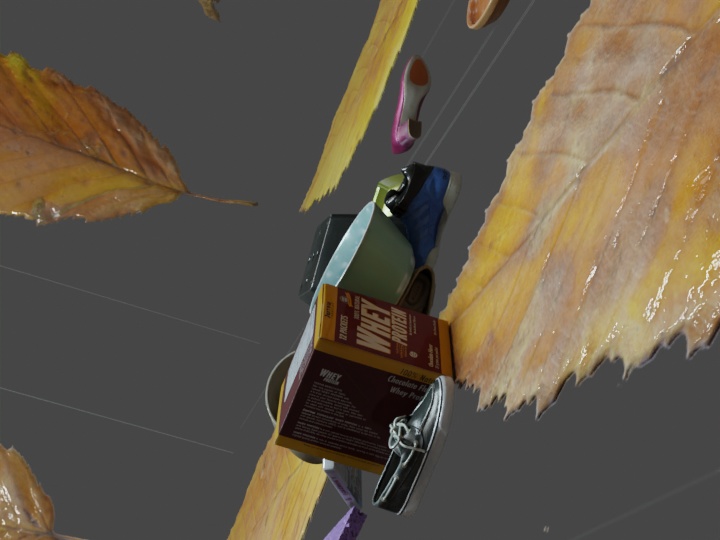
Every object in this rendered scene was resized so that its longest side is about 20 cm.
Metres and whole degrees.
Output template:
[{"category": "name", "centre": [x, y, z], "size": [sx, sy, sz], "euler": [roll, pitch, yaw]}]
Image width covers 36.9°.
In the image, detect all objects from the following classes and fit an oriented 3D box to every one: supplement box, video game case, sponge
[{"category": "supplement box", "centre": [0.003, 0.159, 1.532], "size": [0.133, 0.195, 0.201], "euler": [-88, 18, -58]}, {"category": "video game case", "centre": [-0.028, 0.254, 1.709], "size": [0.183, 0.023, 0.202], "euler": [66, -161, -56]}, {"category": "sponge", "centre": [-0.055, 0.450, 1.622], "size": [0.112, 0.030, 0.200], "euler": [-52, 2, 28]}]

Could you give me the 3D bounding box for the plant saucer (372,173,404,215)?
[{"category": "plant saucer", "centre": [0.046, -0.097, 2.140], "size": [0.200, 0.047, 0.202], "euler": [-132, 60, -78]}]

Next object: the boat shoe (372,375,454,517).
[{"category": "boat shoe", "centre": [0.067, 0.229, 1.436], "size": [0.074, 0.067, 0.201], "euler": [-105, 33, -71]}]

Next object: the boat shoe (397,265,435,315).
[{"category": "boat shoe", "centre": [0.070, 0.087, 1.660], "size": [0.065, 0.071, 0.202], "euler": [135, 156, -71]}]

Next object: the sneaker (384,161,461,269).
[{"category": "sneaker", "centre": [0.081, -0.076, 1.741], "size": [0.077, 0.110, 0.202], "euler": [-107, 35, -72]}]

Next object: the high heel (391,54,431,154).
[{"category": "high heel", "centre": [0.097, -0.340, 2.217], "size": [0.096, 0.067, 0.202], "euler": [148, 126, -59]}]

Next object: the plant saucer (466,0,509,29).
[{"category": "plant saucer", "centre": [0.234, -0.501, 1.818], "size": [0.200, 0.037, 0.202], "euler": [-162, 90, -79]}]

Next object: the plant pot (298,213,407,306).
[{"category": "plant pot", "centre": [0.000, 0.000, 1.872], "size": [0.199, 0.176, 0.202], "euler": [154, 134, -75]}]

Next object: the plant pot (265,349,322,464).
[{"category": "plant pot", "centre": [-0.076, 0.263, 1.922], "size": [0.201, 0.185, 0.189], "euler": [98, -177, -59]}]

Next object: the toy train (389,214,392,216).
[{"category": "toy train", "centre": [0.073, -0.088, 1.987], "size": [0.201, 0.045, 0.034], "euler": [-65, -3, 40]}]

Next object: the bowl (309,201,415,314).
[{"category": "bowl", "centre": [0.013, 0.005, 1.678], "size": [0.202, 0.104, 0.201], "euler": [-58, 11, 17]}]
